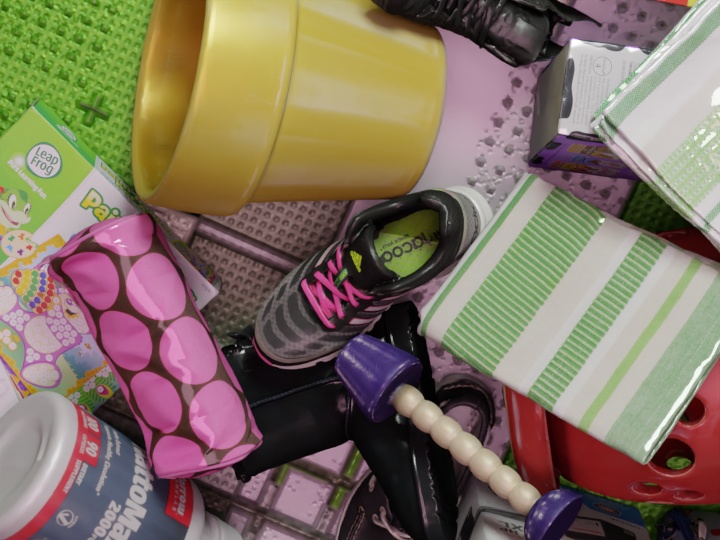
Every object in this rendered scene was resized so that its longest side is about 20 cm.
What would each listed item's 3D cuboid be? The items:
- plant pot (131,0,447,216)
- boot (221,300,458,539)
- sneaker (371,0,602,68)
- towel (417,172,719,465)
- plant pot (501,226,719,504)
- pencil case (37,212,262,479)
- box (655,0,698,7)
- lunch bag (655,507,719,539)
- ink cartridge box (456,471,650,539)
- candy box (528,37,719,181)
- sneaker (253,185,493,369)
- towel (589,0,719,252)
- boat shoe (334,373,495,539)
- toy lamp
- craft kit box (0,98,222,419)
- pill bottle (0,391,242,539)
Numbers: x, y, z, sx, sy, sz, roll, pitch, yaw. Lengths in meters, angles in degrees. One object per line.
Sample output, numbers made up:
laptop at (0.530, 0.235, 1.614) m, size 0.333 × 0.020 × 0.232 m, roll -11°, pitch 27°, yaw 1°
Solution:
plant pot at (-0.048, -0.128, 1.393) m, size 0.188 × 0.201 × 0.202 m, roll 11°, pitch 103°, yaw -19°
boot at (-0.021, 0.123, 1.468) m, size 0.162 × 0.073 × 0.199 m, roll -14°, pitch 78°, yaw 13°
sneaker at (0.090, -0.186, 1.387) m, size 0.104 × 0.200 × 0.060 m, roll 36°, pitch 109°, yaw 18°
towel at (0.153, 0.028, 1.343) m, size 0.200 × 0.023 × 0.153 m, roll 29°, pitch 71°, yaw 30°
plant pot at (0.196, 0.076, 1.430) m, size 0.181 × 0.200 × 0.202 m, roll -8°, pitch 103°, yaw 7°
pencil case at (-0.151, 0.058, 1.424) m, size 0.093 × 0.091 × 0.201 m, roll -25°, pitch 94°, yaw 9°
box at (0.213, -0.221, 1.424) m, size 0.199 × 0.075 × 0.050 m, roll 11°, pitch 103°, yaw -4°
lunch bag at (0.258, 0.283, 1.495) m, size 0.075 × 0.160 × 0.201 m, roll 6°, pitch 104°, yaw -2°
ink cartridge box at (0.142, 0.227, 1.461) m, size 0.144 × 0.200 × 0.084 m, roll 18°, pitch 103°, yaw -4°
candy box at (0.229, -0.104, 1.398) m, size 0.199 × 0.168 × 0.072 m, roll 7°, pitch 86°, yaw -2°
sneaker at (0.000, 0.000, 1.404) m, size 0.199 × 0.087 × 0.074 m, roll -32°, pitch 76°, yaw 10°
towel at (0.270, -0.082, 1.299) m, size 0.200 × 0.031 × 0.149 m, roll 44°, pitch 87°, yaw 0°
boat shoe at (0.041, 0.174, 1.520) m, size 0.074 × 0.060 × 0.200 m, roll 34°, pitch 100°, yaw -6°
toy lamp at (0.064, 0.116, 1.377) m, size 0.200 × 0.058 × 0.058 m, roll 37°, pitch 102°, yaw 22°
craft kit box at (-0.242, 0.010, 1.493) m, size 0.197 × 0.049 × 0.200 m, roll -44°, pitch 100°, yaw 6°
pill bottle at (-0.187, 0.187, 1.474) m, size 0.200 × 0.120 × 0.120 m, roll 37°, pitch 101°, yaw -32°
